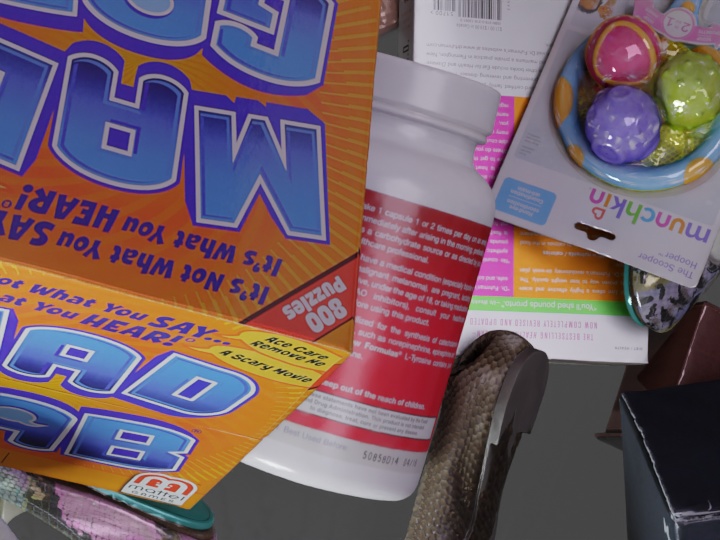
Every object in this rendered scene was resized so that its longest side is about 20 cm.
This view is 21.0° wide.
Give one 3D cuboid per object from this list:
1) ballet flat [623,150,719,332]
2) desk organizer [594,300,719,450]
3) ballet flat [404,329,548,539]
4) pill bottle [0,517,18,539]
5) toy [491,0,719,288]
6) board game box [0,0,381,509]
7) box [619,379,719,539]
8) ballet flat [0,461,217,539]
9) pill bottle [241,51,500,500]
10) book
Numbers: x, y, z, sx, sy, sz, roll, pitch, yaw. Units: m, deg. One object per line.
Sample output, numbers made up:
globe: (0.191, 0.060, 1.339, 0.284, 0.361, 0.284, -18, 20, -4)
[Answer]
ballet flat: (0.189, -0.061, 1.014, 0.072, 0.072, 0.202, 26, 62, -16)
desk organizer: (0.237, 0.092, 1.052, 0.199, 0.072, 0.078, 25, 77, -17)
ballet flat: (0.041, 0.124, 0.980, 0.067, 0.046, 0.201, -2, 112, -61)
pill bottle: (-0.235, 0.161, 0.797, 0.200, 0.111, 0.111, -43, 101, -18)
toy: (0.150, -0.105, 0.980, 0.114, 0.047, 0.201, 20, 71, 15)
board game box: (-0.122, -0.041, 0.832, 0.198, 0.200, 0.201, 15, 60, -19)
box: (0.239, 0.159, 0.959, 0.195, 0.124, 0.201, -8, 116, -3)
ballet flat: (-0.163, 0.102, 0.917, 0.199, 0.069, 0.071, 32, 97, -16)
pill bottle: (0.000, 0.000, 0.935, 0.111, 0.112, 0.202, 16, 92, -18)
book: (0.084, -0.053, 1.019, 0.132, 0.048, 0.202, 4, 85, -17)
